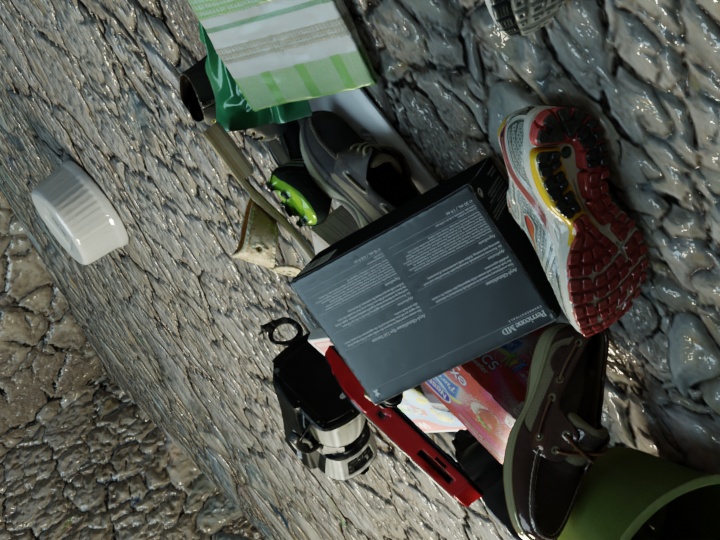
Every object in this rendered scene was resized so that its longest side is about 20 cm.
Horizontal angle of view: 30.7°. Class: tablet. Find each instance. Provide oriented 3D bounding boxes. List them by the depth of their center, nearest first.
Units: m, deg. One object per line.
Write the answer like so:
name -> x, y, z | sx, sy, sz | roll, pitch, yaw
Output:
tablet -> 0.009, -0.126, 1.303 | 0.200, 0.014, 0.130 | 51, 161, 1

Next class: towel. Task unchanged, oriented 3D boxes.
towel -> -0.082, -0.242, 1.185 | 0.149, 0.031, 0.200 | -6, 128, 32

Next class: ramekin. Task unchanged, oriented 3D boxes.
ramekin -> -0.547, -0.107, 2.535 | 0.200, 0.098, 0.201 | 44, 160, 21

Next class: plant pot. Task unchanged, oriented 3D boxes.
plant pot -> 0.261, 0.244, 1.156 | 0.200, 0.200, 0.190 | 58, 172, -18

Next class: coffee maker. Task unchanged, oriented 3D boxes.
coffee maker -> -0.055, 0.186, 1.898 | 0.200, 0.135, 0.192 | 86, 165, -58

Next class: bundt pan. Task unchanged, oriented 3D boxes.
bundt pan -> 0.194, 0.230, 1.423 | 0.202, 0.076, 0.202 | 45, 161, 20

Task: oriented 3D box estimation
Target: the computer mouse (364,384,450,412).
computer mouse -> 0.098, 0.109, 1.346 | 0.200, 0.110, 0.044 | 15, 133, -13

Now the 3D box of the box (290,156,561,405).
box -> 0.062, 0.012, 1.159 | 0.200, 0.079, 0.141 | -28, 100, 29

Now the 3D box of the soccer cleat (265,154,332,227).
soccer cleat -> -0.051, -0.093, 1.345 | 0.068, 0.081, 0.200 | 54, 179, -13

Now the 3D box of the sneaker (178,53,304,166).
sneaker -> -0.125, -0.163, 1.404 | 0.075, 0.106, 0.200 | 33, 154, 44

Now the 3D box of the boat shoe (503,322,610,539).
boat shoe -> 0.182, 0.142, 1.153 | 0.072, 0.200, 0.072 | 22, 165, -29

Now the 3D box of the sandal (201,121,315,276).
sandal -> -0.108, -0.043, 1.316 | 0.212, 0.070, 0.078 | 54, 177, -10

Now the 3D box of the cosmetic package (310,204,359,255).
cosmetic package -> 0.000, 0.000, 1.450 | 0.051, 0.083, 0.200 | 43, 160, 27

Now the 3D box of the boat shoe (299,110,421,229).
boat shoe -> 0.016, -0.088, 1.249 | 0.200, 0.074, 0.073 | 52, 134, 23

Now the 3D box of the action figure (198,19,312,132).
action figure -> -0.117, -0.241, 1.283 | 0.118, 0.055, 0.200 | -7, 107, 28

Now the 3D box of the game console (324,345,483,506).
game console -> 0.045, 0.166, 1.427 | 0.200, 0.031, 0.177 | 45, -178, -14

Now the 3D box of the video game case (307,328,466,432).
video game case -> 0.051, 0.125, 1.505 | 0.143, 0.017, 0.200 | -10, 136, 46

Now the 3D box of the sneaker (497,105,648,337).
sneaker -> 0.163, -0.041, 1.016 | 0.082, 0.078, 0.200 | 28, 141, 59

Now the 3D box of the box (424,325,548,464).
box -> 0.112, 0.075, 1.280 | 0.200, 0.100, 0.096 | 45, 154, 20

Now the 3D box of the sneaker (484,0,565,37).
sneaker -> 0.088, -0.244, 0.831 | 0.087, 0.074, 0.200 | 48, 159, 51
